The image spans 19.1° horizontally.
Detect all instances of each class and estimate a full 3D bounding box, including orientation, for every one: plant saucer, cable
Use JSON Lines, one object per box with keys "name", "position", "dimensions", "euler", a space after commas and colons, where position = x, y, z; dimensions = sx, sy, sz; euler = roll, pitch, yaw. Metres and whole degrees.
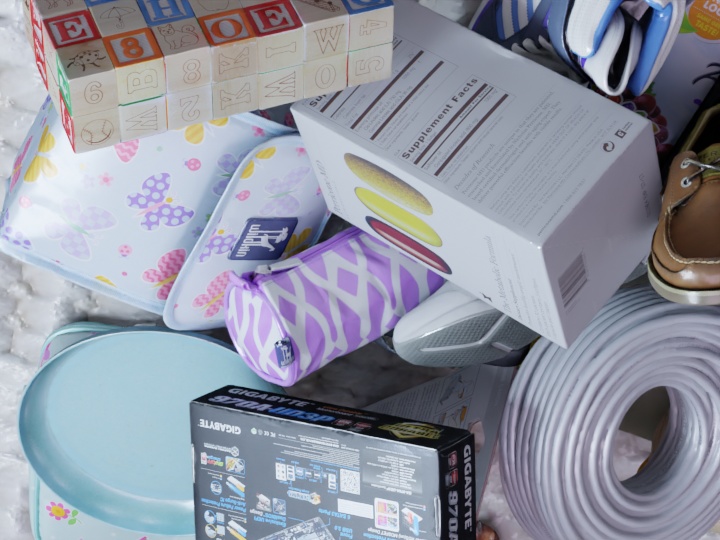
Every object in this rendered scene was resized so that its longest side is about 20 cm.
{"name": "plant saucer", "position": [-0.137, 0.108, 1.481], "dimensions": [0.199, 0.027, 0.201], "euler": [2, 131, 3]}
{"name": "cable", "position": [0.188, 0.107, 1.440], "dimensions": [0.199, 0.069, 0.201], "euler": [-5, 110, -31]}

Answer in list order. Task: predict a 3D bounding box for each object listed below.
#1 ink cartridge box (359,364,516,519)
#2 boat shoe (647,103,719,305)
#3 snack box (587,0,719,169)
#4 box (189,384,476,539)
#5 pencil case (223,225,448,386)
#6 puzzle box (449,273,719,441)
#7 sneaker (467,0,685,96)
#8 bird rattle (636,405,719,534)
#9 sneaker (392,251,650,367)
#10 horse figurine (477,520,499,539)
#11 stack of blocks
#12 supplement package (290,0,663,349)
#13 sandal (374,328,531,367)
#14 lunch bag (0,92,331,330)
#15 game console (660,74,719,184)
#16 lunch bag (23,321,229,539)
{"name": "ink cartridge box", "position": [0.042, 0.156, 1.482], "dimensions": [0.176, 0.200, 0.045], "euler": [-26, 121, 37]}
{"name": "boat shoe", "position": [0.206, -0.043, 1.267], "dimensions": [0.072, 0.200, 0.068], "euler": [-2, 112, 11]}
{"name": "snack box", "position": [0.252, -0.100, 1.400], "dimensions": [0.200, 0.053, 0.142], "euler": [34, 119, -21]}
{"name": "box", "position": [-0.019, 0.168, 1.383], "dimensions": [0.199, 0.046, 0.160], "euler": [8, 107, 33]}
{"name": "pencil case", "position": [0.000, 0.000, 1.409], "dimensions": [0.200, 0.084, 0.086], "euler": [-29, 115, -30]}
{"name": "puzzle box", "position": [0.151, 0.038, 1.522], "dimensions": [0.199, 0.025, 0.133], "euler": [21, 125, -12]}
{"name": "sneaker", "position": [0.126, -0.136, 1.321], "dimensions": [0.080, 0.147, 0.200], "euler": [30, 122, -18]}
{"name": "bird rattle", "position": [0.293, 0.138, 1.539], "dimensions": [0.163, 0.113, 0.200], "euler": [27, 121, -13]}
{"name": "sneaker", "position": [0.106, -0.005, 1.390], "dimensions": [0.200, 0.080, 0.070], "euler": [-30, 150, 6]}
{"name": "horse figurine", "position": [0.091, 0.291, 1.687], "dimensions": [0.132, 0.050, 0.200], "euler": [-35, 110, 5]}
{"name": "stack of blocks", "position": [-0.092, -0.150, 1.275], "dimensions": [0.199, 0.115, 0.059], "euler": [-14, 139, -15]}
{"name": "supplement package", "position": [0.073, -0.063, 1.312], "dimensions": [0.200, 0.110, 0.114], "euler": [30, 158, 31]}
{"name": "sandal", "position": [0.028, 0.028, 1.475], "dimensions": [0.199, 0.076, 0.043], "euler": [14, 131, 22]}
{"name": "lunch bag", "position": [-0.114, -0.061, 1.398], "dimensions": [0.199, 0.127, 0.170], "euler": [24, 118, -18]}
{"name": "game console", "position": [0.298, -0.075, 1.365], "dimensions": [0.176, 0.031, 0.200], "euler": [21, 123, -14]}
{"name": "lunch bag", "position": [-0.169, 0.127, 1.570], "dimensions": [0.160, 0.077, 0.201], "euler": [8, 126, -2]}
